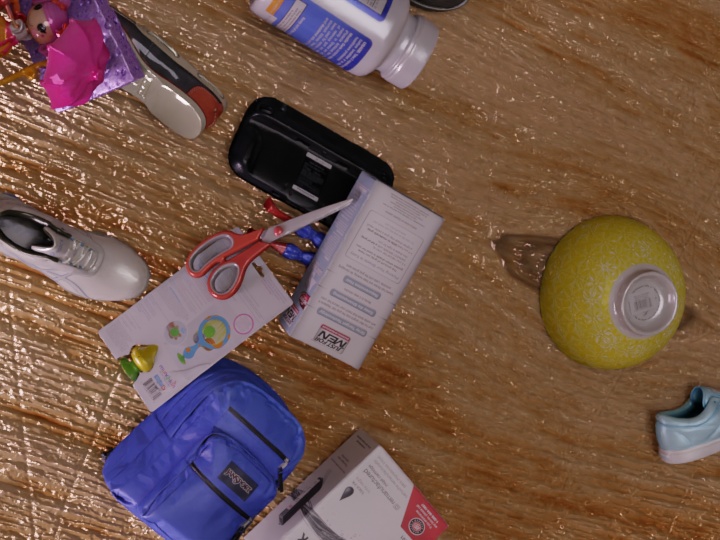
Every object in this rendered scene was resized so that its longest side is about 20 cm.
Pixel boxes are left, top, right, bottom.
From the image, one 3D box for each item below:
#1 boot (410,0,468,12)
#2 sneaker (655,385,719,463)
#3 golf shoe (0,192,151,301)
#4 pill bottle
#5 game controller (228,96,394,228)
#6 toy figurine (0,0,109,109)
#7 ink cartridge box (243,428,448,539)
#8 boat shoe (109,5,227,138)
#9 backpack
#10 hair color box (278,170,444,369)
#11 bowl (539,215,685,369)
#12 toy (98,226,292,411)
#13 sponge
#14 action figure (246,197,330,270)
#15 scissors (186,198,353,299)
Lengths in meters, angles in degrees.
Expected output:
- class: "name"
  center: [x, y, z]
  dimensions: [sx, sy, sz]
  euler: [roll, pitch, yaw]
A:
- class: "boot"
  center: [0.074, -0.345, 1.187]
  dimensions: [0.180, 0.200, 0.073]
  euler: [14, 90, -18]
- class: "sneaker"
  center: [0.485, 0.187, 1.440]
  dimensions: [0.199, 0.074, 0.083]
  euler: [-21, 105, -14]
- class: "golf shoe"
  center: [-0.319, -0.016, 1.163]
  dimensions: [0.199, 0.097, 0.079]
  euler: [23, 88, -19]
- class: "pill bottle"
  center: [-0.015, -0.291, 1.214]
  dimensions: [0.199, 0.112, 0.113]
  euler: [29, 88, -18]
- class: "game controller"
  center: [-0.055, -0.118, 1.255]
  dimensions: [0.199, 0.042, 0.105]
  euler: [28, 80, -17]
- class: "toy figurine"
  center: [-0.348, -0.224, 1.091]
  dimensions: [0.183, 0.150, 0.202]
  euler: [-12, 75, 0]
- class: "ink cartridge box"
  center: [-0.018, 0.317, 1.297]
  dimensions: [0.200, 0.084, 0.145]
  euler: [-42, 107, -8]
- class: "boat shoe"
  center: [-0.234, -0.230, 1.181]
  dimensions: [0.200, 0.071, 0.063]
  euler: [42, 47, -4]
- class: "backpack"
  center: [-0.158, 0.214, 1.203]
  dimensions: [0.200, 0.168, 0.163]
  euler: [-47, 118, -9]
- class: "hair color box"
  center: [0.000, 0.000, 1.233]
  dimensions: [0.099, 0.061, 0.201]
  euler: [28, 95, -23]
- class: "bowl"
  center: [0.337, 0.034, 1.360]
  dimensions: [0.198, 0.108, 0.202]
  euler: [-2, 97, -16]
- class: "toy"
  center: [-0.185, 0.057, 1.228]
  dimensions: [0.199, 0.047, 0.115]
  euler: [-36, 74, -6]
- class: "sponge"
  center: [-0.317, -0.277, 1.135]
  dimensions: [0.111, 0.030, 0.201]
  euler: [-16, 104, 27]
- class: "action figure"
  center: [-0.037, -0.016, 1.273]
  dimensions: [0.199, 0.052, 0.066]
  euler: [30, 92, -21]
- class: "scissors"
  center: [-0.105, -0.044, 1.205]
  dimensions: [0.200, 0.014, 0.073]
  euler: [-37, 72, 3]
